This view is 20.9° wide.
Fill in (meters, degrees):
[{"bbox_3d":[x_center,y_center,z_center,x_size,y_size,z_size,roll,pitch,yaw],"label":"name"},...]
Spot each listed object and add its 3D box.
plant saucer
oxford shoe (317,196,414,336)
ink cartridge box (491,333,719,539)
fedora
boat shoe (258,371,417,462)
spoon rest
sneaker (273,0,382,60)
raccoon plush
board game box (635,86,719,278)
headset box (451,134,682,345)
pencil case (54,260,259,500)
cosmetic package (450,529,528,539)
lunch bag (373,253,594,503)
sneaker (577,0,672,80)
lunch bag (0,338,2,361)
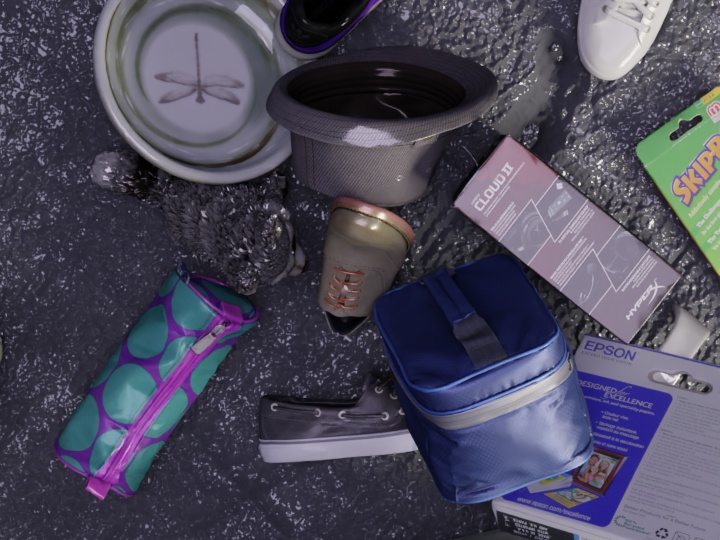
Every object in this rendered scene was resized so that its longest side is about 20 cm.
[{"bbox_3d":[-0.133,-0.164,1.636,0.198,0.050,0.202,7,74,-23],"label":"plant saucer"},{"bbox_3d":[0.000,0.000,1.585,0.070,0.200,0.074,19,71,9],"label":"oxford shoe"},{"bbox_3d":[0.233,0.151,1.560,0.196,0.201,0.044,14,139,25],"label":"ink cartridge box"},{"bbox_3d":[0.015,-0.112,1.602,0.176,0.199,0.091,20,120,33],"label":"fedora"},{"bbox_3d":[0.007,0.120,1.670,0.198,0.070,0.067,-7,96,11],"label":"boat shoe"},{"bbox_3d":[0.222,0.119,1.658,0.099,0.061,0.201,37,94,0],"label":"spoon rest"},{"bbox_3d":[0.009,-0.260,1.611,0.069,0.100,0.201,38,83,-1],"label":"sneaker"},{"bbox_3d":[-0.138,-0.035,1.621,0.198,0.134,0.098,6,104,1],"label":"raccoon plush"},{"bbox_3d":[0.324,-0.049,1.657,0.095,0.030,0.201,-35,95,4],"label":"board game box"},{"bbox_3d":[0.157,-0.035,1.606,0.200,0.149,0.077,40,94,0],"label":"headset box"},{"bbox_3d":[-0.174,0.094,1.660,0.085,0.092,0.201,32,98,-24],"label":"pencil case"},{"bbox_3d":[0.091,0.295,1.608,0.197,0.200,0.124,-13,94,3],"label":"cosmetic package"},{"bbox_3d":[0.093,0.071,1.550,0.135,0.200,0.133,-20,118,-6],"label":"lunch bag"},{"bbox_3d":[0.235,-0.255,1.618,0.072,0.085,0.202,22,97,-1],"label":"sneaker"},{"bbox_3d":[-0.392,0.087,1.617,0.166,0.200,0.140,-26,93,6],"label":"lunch bag"}]
